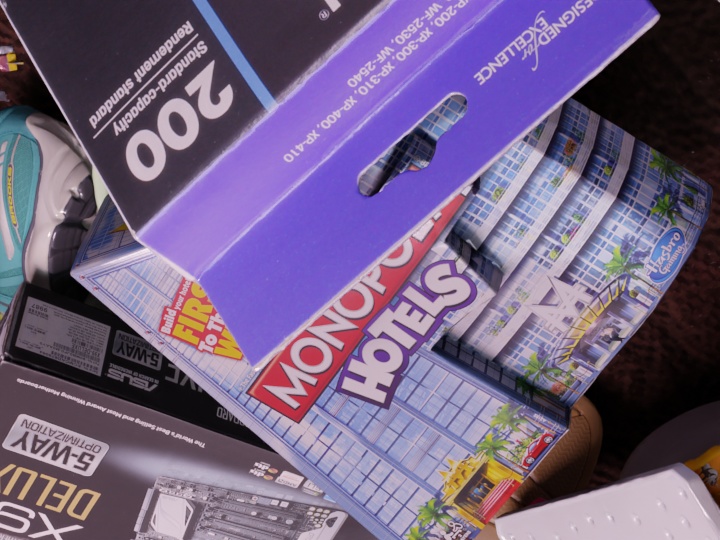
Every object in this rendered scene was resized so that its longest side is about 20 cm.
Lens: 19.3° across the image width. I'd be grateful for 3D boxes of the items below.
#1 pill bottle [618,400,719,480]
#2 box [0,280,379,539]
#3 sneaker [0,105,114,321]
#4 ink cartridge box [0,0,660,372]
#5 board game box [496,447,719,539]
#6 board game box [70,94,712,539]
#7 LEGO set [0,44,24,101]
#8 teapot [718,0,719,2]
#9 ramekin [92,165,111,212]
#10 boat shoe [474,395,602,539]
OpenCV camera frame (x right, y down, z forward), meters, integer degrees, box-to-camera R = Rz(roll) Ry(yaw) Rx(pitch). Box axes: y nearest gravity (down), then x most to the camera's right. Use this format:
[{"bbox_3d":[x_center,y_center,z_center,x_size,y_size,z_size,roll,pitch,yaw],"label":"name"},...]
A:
[{"bbox_3d":[0.197,0.168,0.997,0.112,0.112,0.201,-11,121,18],"label":"pill bottle"},{"bbox_3d":[-0.093,0.100,0.975,0.199,0.050,0.158,21,134,-16],"label":"box"},{"bbox_3d":[-0.146,0.007,0.998,0.080,0.077,0.201,38,137,27],"label":"sneaker"},{"bbox_3d":[-0.024,-0.101,0.772,0.198,0.200,0.043,-42,152,14],"label":"ink cartridge box"},{"bbox_3d":[0.151,0.174,0.883,0.200,0.026,0.200,58,159,1],"label":"board game box"},{"bbox_3d":[0.000,0.000,0.837,0.199,0.062,0.200,29,124,-10],"label":"board game box"},{"bbox_3d":[-0.238,-0.029,0.912,0.153,0.116,0.201,11,102,-15],"label":"LEGO set"},{"bbox_3d":[0.195,-0.145,0.770,0.200,0.146,0.197,36,123,-14],"label":"teapot"},{"bbox_3d":[-0.005,-0.055,0.899,0.199,0.098,0.201,5,124,8],"label":"ramekin"},{"bbox_3d":[0.040,0.134,1.017,0.071,0.069,0.200,38,91,1],"label":"boat shoe"}]
